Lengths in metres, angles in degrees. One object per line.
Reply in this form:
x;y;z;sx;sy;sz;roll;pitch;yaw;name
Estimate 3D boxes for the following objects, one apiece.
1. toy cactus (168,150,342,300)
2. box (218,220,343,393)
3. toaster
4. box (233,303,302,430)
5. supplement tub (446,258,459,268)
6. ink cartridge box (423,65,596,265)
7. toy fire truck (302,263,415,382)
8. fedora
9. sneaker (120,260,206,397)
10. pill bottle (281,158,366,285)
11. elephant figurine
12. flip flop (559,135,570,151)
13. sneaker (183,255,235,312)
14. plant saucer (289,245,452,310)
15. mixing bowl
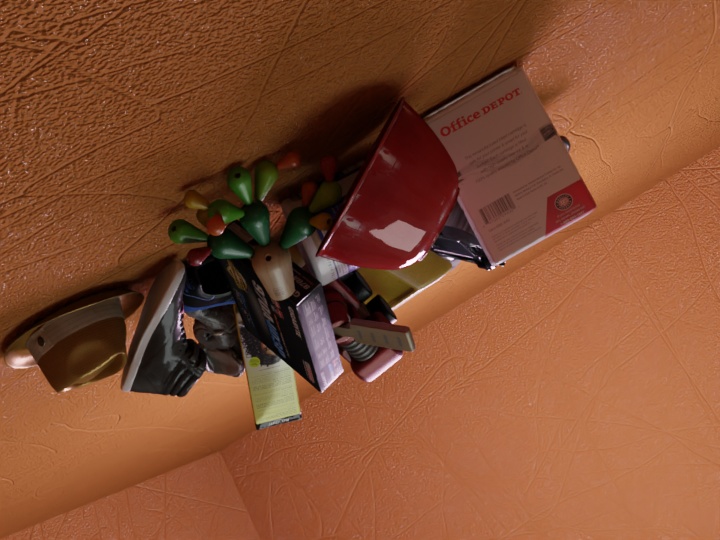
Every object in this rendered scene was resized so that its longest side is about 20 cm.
-0.104;-0.038;1.077;0.197;0.103;0.167;-21;125;-5;toy cactus
-0.102;0.047;1.249;0.046;0.158;0.201;-41;149;-21;box
0.138;-0.086;1.349;0.198;0.131;0.113;14;165;46;toaster
-0.136;0.131;1.440;0.074;0.203;0.050;-13;-152;-10;box
0.068;-0.033;1.616;0.198;0.124;0.122;-20;167;-43;supplement tub
0.181;-0.128;1.228;0.144;0.202;0.085;-28;175;4;ink cartridge box
0.007;0.081;1.305;0.128;0.201;0.176;-37;128;8;toy fire truck
-0.352;0.100;1.255;0.198;0.083;0.201;-28;170;-5;fedora
-0.237;0.081;1.282;0.098;0.071;0.202;16;115;-21;sneaker
0.010;-0.077;1.252;0.197;0.121;0.120;-26;170;-6;pill bottle
-0.200;0.094;1.513;0.197;0.142;0.157;16;115;-18;elephant figurine
0.227;-0.178;1.531;0.197;0.059;0.081;-15;155;23;flip flop
-0.162;0.006;1.343;0.198;0.071;0.078;-20;172;-39;sneaker
0.000;0.000;1.416;0.200;0.198;0.049;-38;-153;54;plant saucer
0.042;-0.077;1.099;0.202;0.107;0.200;-60;-176;7;mixing bowl
